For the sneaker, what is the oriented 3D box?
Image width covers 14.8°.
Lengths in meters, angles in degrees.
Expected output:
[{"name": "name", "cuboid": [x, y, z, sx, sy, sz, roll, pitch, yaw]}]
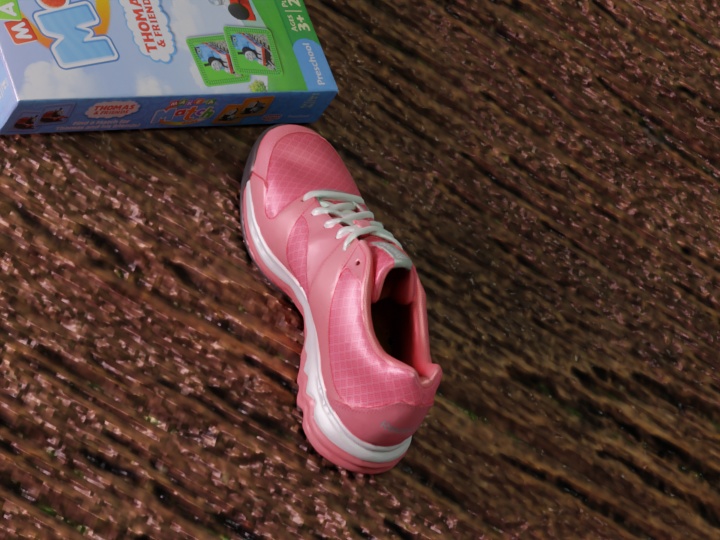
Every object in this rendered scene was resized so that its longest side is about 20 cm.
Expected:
[{"name": "sneaker", "cuboid": [0.000, 0.000, 1.430, 0.073, 0.087, 0.201, 1, 59, -34]}]

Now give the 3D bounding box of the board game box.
[{"name": "board game box", "cuboid": [-0.124, -0.147, 1.489, 0.199, 0.037, 0.152, -5, 63, -35]}]
